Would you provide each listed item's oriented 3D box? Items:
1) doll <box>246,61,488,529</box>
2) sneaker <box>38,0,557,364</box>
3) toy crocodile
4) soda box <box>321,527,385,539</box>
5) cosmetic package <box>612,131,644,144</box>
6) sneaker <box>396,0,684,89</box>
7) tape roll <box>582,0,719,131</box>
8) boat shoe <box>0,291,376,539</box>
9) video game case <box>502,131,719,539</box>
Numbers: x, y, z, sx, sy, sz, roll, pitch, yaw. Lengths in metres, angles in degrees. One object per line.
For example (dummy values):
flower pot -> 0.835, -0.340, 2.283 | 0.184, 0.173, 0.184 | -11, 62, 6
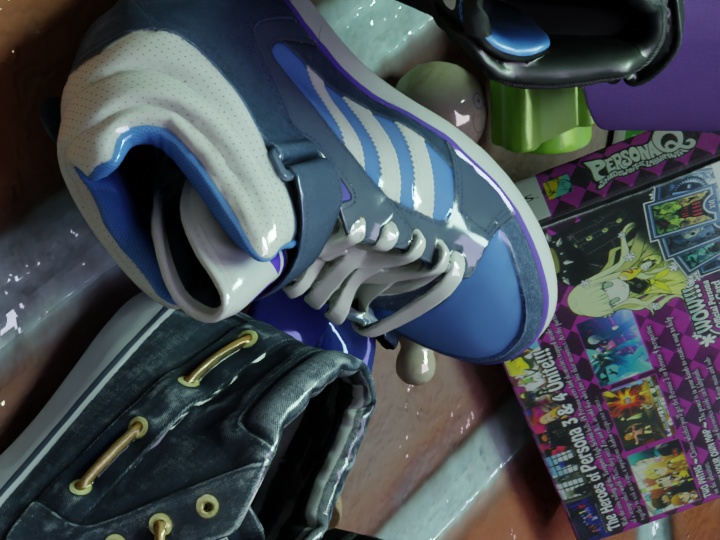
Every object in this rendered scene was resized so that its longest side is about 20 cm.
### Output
doll -> 0.000, 0.000, 1.037 | 0.137, 0.048, 0.201 | 57, 44, -39
sneaker -> -0.020, -0.007, 0.902 | 0.200, 0.080, 0.147 | 46, 34, -19
toy crocodile -> 0.099, -0.092, 1.145 | 0.200, 0.061, 0.068 | -35, 127, -63
soda box -> 0.026, 0.167, 1.101 | 0.200, 0.070, 0.064 | 45, 61, -53
cosmetic package -> 0.187, -0.104, 1.257 | 0.085, 0.107, 0.201 | 11, 88, -57
sneaker -> 0.013, -0.116, 0.872 | 0.112, 0.199, 0.073 | -89, -164, -65
tape roll -> 0.122, -0.153, 1.022 | 0.200, 0.065, 0.201 | 1, 90, -76
boat shoe -> -0.078, 0.092, 0.886 | 0.201, 0.091, 0.071 | -56, 141, -24
video game case -> 0.149, 0.019, 1.179 | 0.036, 0.180, 0.200 | -107, 173, -47
